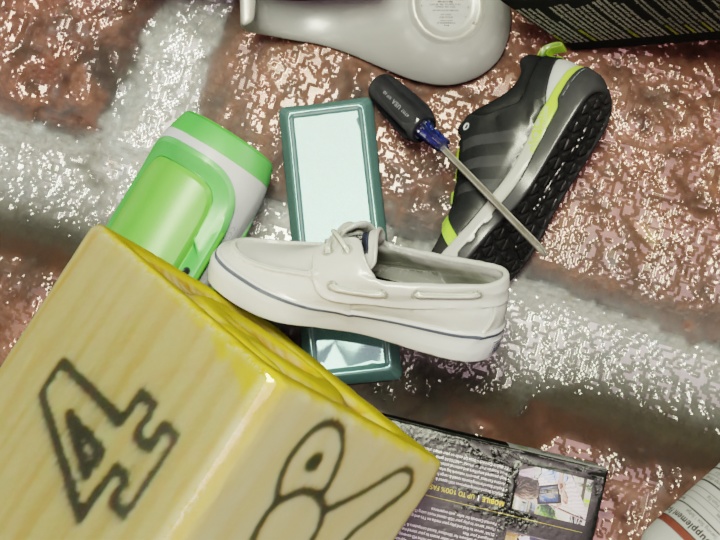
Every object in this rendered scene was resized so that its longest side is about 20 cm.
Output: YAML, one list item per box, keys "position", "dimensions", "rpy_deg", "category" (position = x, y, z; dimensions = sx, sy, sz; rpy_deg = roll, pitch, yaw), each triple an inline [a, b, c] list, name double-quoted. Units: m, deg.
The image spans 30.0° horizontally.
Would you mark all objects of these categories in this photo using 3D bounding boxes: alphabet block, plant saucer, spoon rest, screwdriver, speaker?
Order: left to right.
- position: [-0.140, -0.004, 0.914]
  dimensions: [0.088, 0.088, 0.202]
  rpy_deg: [30, 85, 5]
  category: "speaker"
- position: [-0.106, 0.127, 0.806]
  dimensions: [0.196, 0.195, 0.201]
  rpy_deg: [34, 89, 37]
  category: "alphabet block"
- position: [-0.015, -0.021, 0.945]
  dimensions: [0.069, 0.019, 0.203]
  rpy_deg: [-6, 82, 1]
  category: "plant saucer"
- position: [0.011, -0.183, 0.951]
  dimensions: [0.197, 0.061, 0.101]
  rpy_deg: [1, 85, -11]
  category: "spoon rest"
- position: [0.068, -0.074, 0.899]
  dimensions: [0.029, 0.028, 0.200]
  rpy_deg: [-35, 53, -15]
  category: "screwdriver"

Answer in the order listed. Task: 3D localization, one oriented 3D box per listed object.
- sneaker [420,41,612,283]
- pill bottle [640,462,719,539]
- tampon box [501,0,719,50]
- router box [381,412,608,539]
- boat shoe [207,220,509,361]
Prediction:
- position: [0.095, -0.066, 0.934]
  dimensions: [0.082, 0.072, 0.201]
  rpy_deg: [34, 86, 34]
  category: "sneaker"
- position: [0.254, 0.181, 0.865]
  dimensions: [0.200, 0.112, 0.112]
  rpy_deg: [-41, 84, -2]
  category: "pill bottle"
- position: [0.205, -0.237, 0.865]
  dimensions: [0.198, 0.126, 0.152]
  rpy_deg: [2, 81, 35]
  category: "tampon box"
- position: [0.053, 0.182, 0.902]
  dimensions: [0.197, 0.051, 0.151]
  rpy_deg: [13, 86, 4]
  category: "router box"
- position: [0.000, 0.000, 0.869]
  dimensions: [0.197, 0.074, 0.066]
  rpy_deg: [11, 119, 1]
  category: "boat shoe"
